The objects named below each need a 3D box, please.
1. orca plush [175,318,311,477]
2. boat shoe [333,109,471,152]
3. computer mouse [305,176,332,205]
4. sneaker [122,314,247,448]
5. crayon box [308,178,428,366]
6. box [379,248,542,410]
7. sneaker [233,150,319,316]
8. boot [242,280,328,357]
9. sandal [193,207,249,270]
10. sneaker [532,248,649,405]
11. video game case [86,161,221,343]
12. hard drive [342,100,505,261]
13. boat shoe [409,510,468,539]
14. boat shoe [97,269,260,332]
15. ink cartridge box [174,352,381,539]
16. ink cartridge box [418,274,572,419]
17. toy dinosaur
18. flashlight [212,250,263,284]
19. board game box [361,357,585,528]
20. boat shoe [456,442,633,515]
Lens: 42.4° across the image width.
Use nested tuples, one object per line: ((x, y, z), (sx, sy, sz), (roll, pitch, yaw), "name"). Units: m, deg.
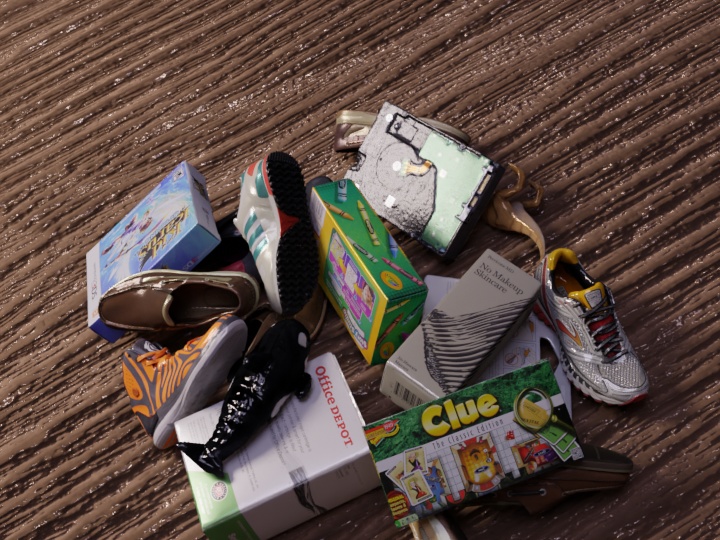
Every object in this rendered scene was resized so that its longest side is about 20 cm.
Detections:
((-0.126, 0.118, 1.008), (0.105, 0.071, 0.200), (28, 61, 39), "orca plush")
((0.056, -0.179, 1.315), (0.198, 0.072, 0.073), (10, 86, 13), "boat shoe")
((-0.028, -0.064, 1.259), (0.058, 0.034, 0.200), (-28, 51, -8), "computer mouse")
((-0.217, 0.105, 1.080), (0.112, 0.077, 0.201), (45, 113, 19), "sneaker")
((0.000, 0.000, 1.127), (0.058, 0.119, 0.201), (-15, 52, -25), "crayon box")
((0.112, 0.073, 1.021), (0.082, 0.069, 0.200), (33, 58, 16), "box")
((-0.110, -0.041, 1.152), (0.093, 0.070, 0.202), (-13, 83, 47), "sneaker")
((-0.100, 0.063, 1.151), (0.073, 0.076, 0.201), (11, 53, 28), "boot")
((-0.175, -0.036, 1.254), (0.199, 0.076, 0.048), (-22, 42, 10), "sandal")
((0.252, 0.062, 1.035), (0.077, 0.082, 0.201), (-19, 58, -20), "sneaker")
((-0.278, -0.029, 1.221), (0.200, 0.045, 0.182), (-42, 35, 11), "video game case")
((0.078, -0.121, 1.227), (0.199, 0.038, 0.141), (34, 100, 33), "hard drive")
((0.078, 0.299, 0.924), (0.076, 0.072, 0.200), (-38, 49, 5), "boat shoe")
((-0.223, 0.036, 1.099), (0.200, 0.075, 0.075), (-10, 9, 9), "boat shoe")
((-0.089, 0.202, 1.030), (0.198, 0.085, 0.147), (-23, 48, -4), "ink cartridge box")
((0.151, 0.104, 1.071), (0.172, 0.044, 0.201), (8, 53, -1), "ink cartridge box")
((0.196, -0.073, 1.199), (0.199, 0.060, 0.107), (31, 85, 42), "toy dinosaur")
((-0.173, 0.007, 1.207), (0.198, 0.068, 0.068), (-23, 14, -1), "flashlight")
((0.111, 0.169, 0.919), (0.198, 0.023, 0.106), (-20, 80, -2), "board game box")
((0.180, 0.215, 0.964), (0.198, 0.072, 0.069), (4, 94, 3), "boat shoe")
